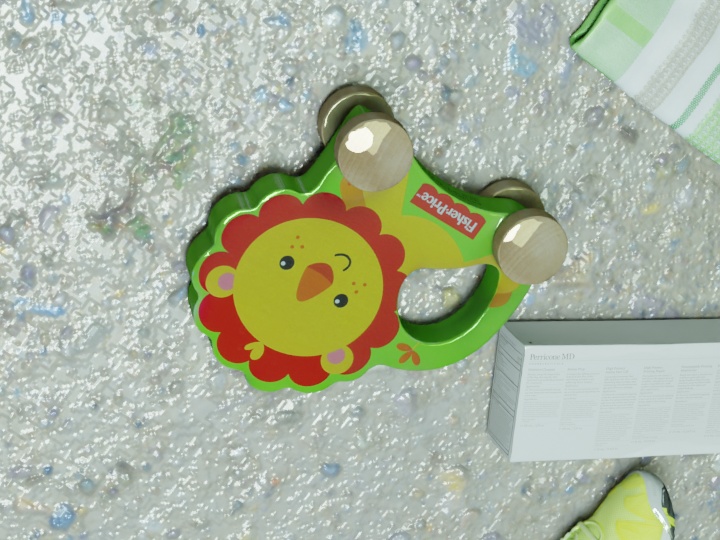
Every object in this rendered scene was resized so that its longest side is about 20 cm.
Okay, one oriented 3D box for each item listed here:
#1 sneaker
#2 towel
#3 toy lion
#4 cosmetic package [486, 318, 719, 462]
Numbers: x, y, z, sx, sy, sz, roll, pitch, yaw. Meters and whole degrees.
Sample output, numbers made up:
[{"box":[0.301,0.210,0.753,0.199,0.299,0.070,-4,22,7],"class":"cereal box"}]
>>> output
[{"box":[0.141,0.220,1.285,0.076,0.075,0.201,29,97,-25],"class":"sneaker"},{"box":[0.248,-0.148,1.213,0.199,0.031,0.150,31,96,-25],"class":"towel"},{"box":[0.000,0.000,1.173,0.199,0.069,0.192,29,105,-25],"class":"toy lion"},{"box":[0.187,0.077,1.261,0.198,0.051,0.083,0,111,-18],"class":"cosmetic package"}]
